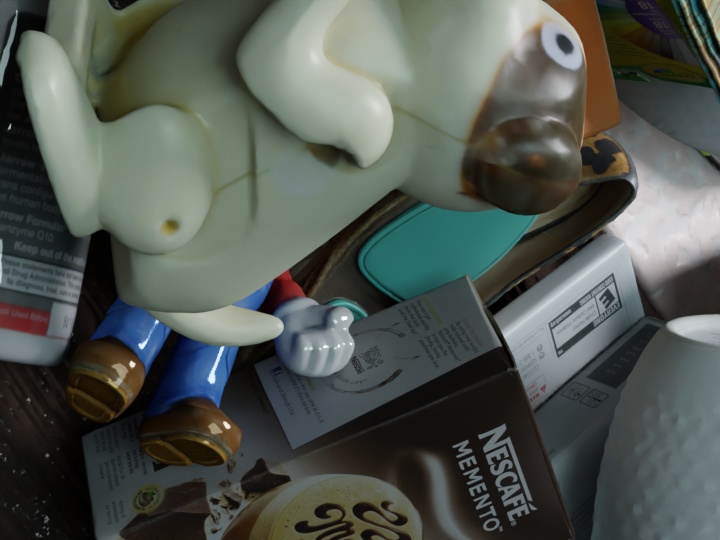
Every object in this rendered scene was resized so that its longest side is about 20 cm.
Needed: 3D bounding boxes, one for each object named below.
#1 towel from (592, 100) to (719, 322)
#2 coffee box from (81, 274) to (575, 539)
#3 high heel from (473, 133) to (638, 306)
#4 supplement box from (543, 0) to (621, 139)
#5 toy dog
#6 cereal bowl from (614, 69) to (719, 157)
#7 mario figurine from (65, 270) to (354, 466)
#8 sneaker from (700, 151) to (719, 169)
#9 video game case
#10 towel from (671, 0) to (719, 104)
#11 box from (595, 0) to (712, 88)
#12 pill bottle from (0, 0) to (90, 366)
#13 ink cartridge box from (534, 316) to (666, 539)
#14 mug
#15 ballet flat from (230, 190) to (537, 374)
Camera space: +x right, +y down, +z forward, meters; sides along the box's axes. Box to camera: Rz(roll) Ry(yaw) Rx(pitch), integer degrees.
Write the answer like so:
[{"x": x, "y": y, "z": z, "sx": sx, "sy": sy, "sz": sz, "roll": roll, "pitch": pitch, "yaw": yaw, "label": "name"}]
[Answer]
[{"x": 0.199, "y": -0.077, "z": 1.071, "sx": 0.200, "sy": 0.032, "sz": 0.191, "roll": -48, "pitch": 115, "yaw": -21, "label": "towel"}, {"x": -0.014, "y": 0.100, "z": 0.858, "sx": 0.198, "sy": 0.080, "sz": 0.114, "roll": -23, "pitch": 125, "yaw": 0, "label": "coffee box"}, {"x": 0.048, "y": 0.007, "z": 0.915, "sx": 0.071, "sy": 0.142, "sz": 0.201, "roll": 46, "pitch": 70, "yaw": -27, "label": "high heel"}, {"x": 0.032, "y": -0.086, "z": 0.866, "sx": 0.066, "sy": 0.199, "sz": 0.070, "roll": -22, "pitch": 104, "yaw": -28, "label": "supplement box"}, {"x": -0.011, "y": -0.058, "z": 0.705, "sx": 0.198, "sy": 0.140, "sz": 0.196, "roll": -12, "pitch": 113, "yaw": 4, "label": "toy dog"}, {"x": 0.196, "y": -0.160, "z": 0.941, "sx": 0.198, "sy": 0.083, "sz": 0.202, "roll": 12, "pitch": 59, "yaw": -20, "label": "cereal bowl"}, {"x": -0.056, "y": -0.022, "z": 0.817, "sx": 0.124, "sy": 0.105, "sz": 0.202, "roll": 61, "pitch": 41, "yaw": -53, "label": "mario figurine"}, {"x": 0.189, "y": -0.116, "z": 1.000, "sx": 0.199, "sy": 0.076, "sz": 0.076, "roll": 30, "pitch": 78, "yaw": -28, "label": "sneaker"}, {"x": 0.089, "y": 0.107, "z": 0.998, "sx": 0.199, "sy": 0.023, "sz": 0.183, "roll": -35, "pitch": 123, "yaw": -26, "label": "video game case"}, {"x": 0.157, "y": -0.159, "z": 0.800, "sx": 0.201, "sy": 0.022, "sz": 0.147, "roll": 60, "pitch": 42, "yaw": -26, "label": "towel"}, {"x": 0.087, "y": -0.148, "z": 0.819, "sx": 0.200, "sy": 0.117, "sz": 0.049, "roll": 45, "pitch": 68, "yaw": -42, "label": "box"}, {"x": -0.163, "y": -0.067, "z": 0.797, "sx": 0.113, "sy": 0.113, "sz": 0.202, "roll": 13, "pitch": 86, "yaw": -32, "label": "pill bottle"}, {"x": 0.125, "y": 0.152, "z": 0.998, "sx": 0.199, "sy": 0.043, "sz": 0.175, "roll": -38, "pitch": 125, "yaw": -25, "label": "ink cartridge box"}, {"x": 0.213, "y": 0.118, "z": 0.911, "sx": 0.197, "sy": 0.148, "sz": 0.178, "roll": 3, "pitch": 100, "yaw": 11, "label": "mug"}, {"x": 0.000, "y": 0.000, "z": 0.896, "sx": 0.200, "sy": 0.073, "sz": 0.068, "roll": -44, "pitch": 129, "yaw": 12, "label": "ballet flat"}]
